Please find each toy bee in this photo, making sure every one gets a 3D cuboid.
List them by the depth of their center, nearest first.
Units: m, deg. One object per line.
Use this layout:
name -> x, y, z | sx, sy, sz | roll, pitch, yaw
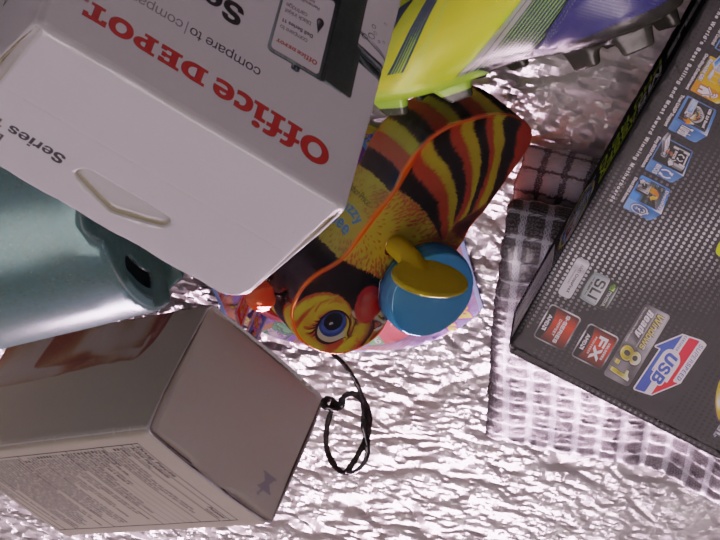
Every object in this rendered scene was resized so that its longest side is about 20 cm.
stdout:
toy bee -> 0.000, 0.000, 0.982 | 0.108, 0.201, 0.131 | 15, 177, -38

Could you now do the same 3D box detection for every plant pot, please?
plant pot -> -0.198, -0.041, 1.004 | 0.195, 0.201, 0.201 | -9, 137, 15

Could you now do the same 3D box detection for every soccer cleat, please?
soccer cleat -> 0.052, -0.124, 0.927 | 0.199, 0.065, 0.084 | -12, 106, 36

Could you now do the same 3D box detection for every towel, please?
towel -> 0.149, 0.035, 1.060 | 0.165, 0.086, 0.200 | 9, 142, 8

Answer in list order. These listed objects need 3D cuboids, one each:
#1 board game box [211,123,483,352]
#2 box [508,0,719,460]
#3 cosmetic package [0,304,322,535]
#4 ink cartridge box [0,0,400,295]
board game box -> -0.023, -0.004, 1.101 | 0.157, 0.039, 0.200 | 0, 141, 17
box -> 0.182, -0.015, 0.932 | 0.160, 0.044, 0.200 | 28, 113, -3
cosmetic package -> -0.131, 0.090, 1.183 | 0.200, 0.087, 0.103 | -9, 137, 46
ink cartridge box -> -0.064, -0.112, 0.848 | 0.146, 0.201, 0.083 | 30, 140, -20
